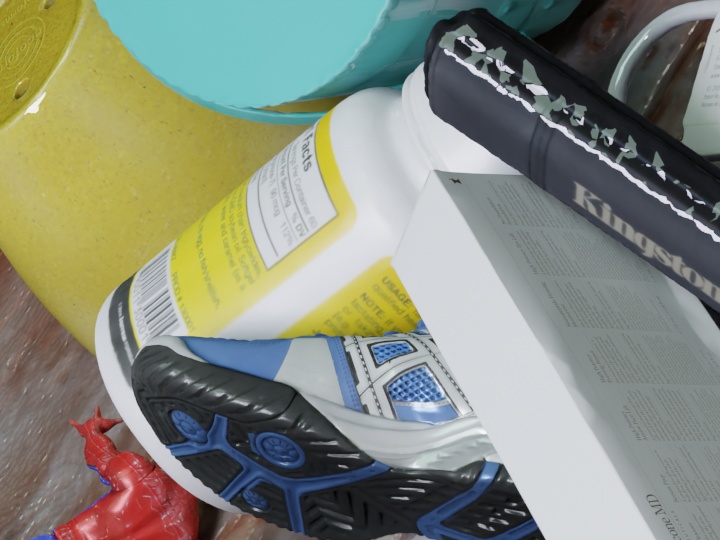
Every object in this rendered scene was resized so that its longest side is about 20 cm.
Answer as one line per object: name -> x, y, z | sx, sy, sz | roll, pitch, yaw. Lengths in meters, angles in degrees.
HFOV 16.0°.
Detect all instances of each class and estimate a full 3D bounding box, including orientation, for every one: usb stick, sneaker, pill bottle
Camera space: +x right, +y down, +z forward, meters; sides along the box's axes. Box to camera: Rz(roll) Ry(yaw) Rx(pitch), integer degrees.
usb stick -> 0.103, -0.023, 0.886 | 0.200, 0.055, 0.033 | 36, 61, 19
sneaker -> 0.013, 0.055, 0.953 | 0.200, 0.076, 0.077 | 14, 53, 11
pill bottle -> 0.000, 0.000, 1.023 | 0.200, 0.114, 0.114 | -38, 39, 24

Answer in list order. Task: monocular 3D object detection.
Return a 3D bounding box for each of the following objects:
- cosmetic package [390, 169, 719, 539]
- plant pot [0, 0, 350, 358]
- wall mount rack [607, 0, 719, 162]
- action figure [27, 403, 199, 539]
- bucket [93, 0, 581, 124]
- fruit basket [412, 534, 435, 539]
cosmetic package -> 0.087, 0.047, 0.873 | 0.051, 0.082, 0.200 | -65, 37, 33
plant pot -> -0.109, -0.066, 1.182 | 0.200, 0.142, 0.200 | -31, 41, 32
wall mount rack -> 0.187, -0.084, 0.909 | 0.200, 0.075, 0.174 | 0, 66, 50
action figure -> -0.145, 0.128, 1.117 | 0.200, 0.065, 0.099 | -31, 16, -9
bucket -> -0.016, -0.162, 1.056 | 0.207, 0.135, 0.207 | 10, 108, 35
fruit basket -> -0.007, 0.199, 0.891 | 0.200, 0.094, 0.185 | -51, 35, 1
